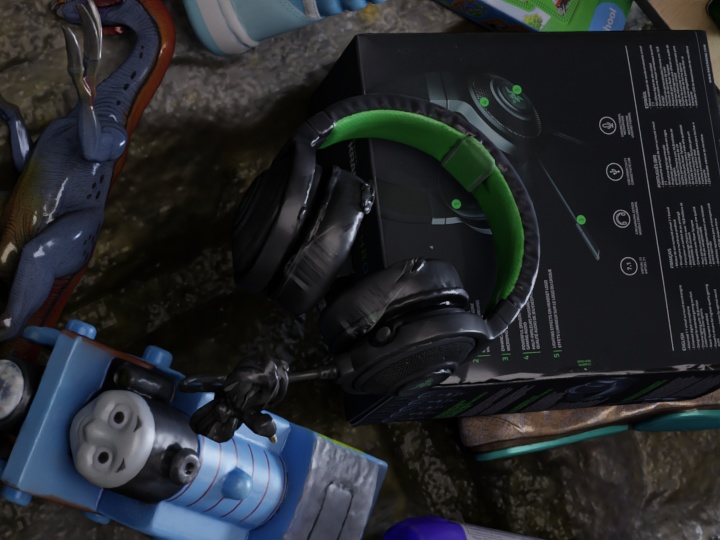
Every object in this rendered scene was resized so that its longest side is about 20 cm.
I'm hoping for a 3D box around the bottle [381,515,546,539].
[{"bbox_3d":[0.101,0.182,1.004,0.199,0.065,0.084,15,84,-24],"label":"bottle"}]

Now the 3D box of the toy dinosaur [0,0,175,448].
[{"bbox_3d":[-0.145,-0.046,0.912,0.181,0.105,0.201,-45,140,-30],"label":"toy dinosaur"}]

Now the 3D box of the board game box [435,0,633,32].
[{"bbox_3d":[0.067,-0.212,1.020,0.199,0.037,0.152,24,78,-22],"label":"board game box"}]

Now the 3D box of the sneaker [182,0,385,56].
[{"bbox_3d":[-0.035,-0.208,0.907,0.130,0.080,0.201,-10,114,14],"label":"sneaker"}]

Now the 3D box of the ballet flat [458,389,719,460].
[{"bbox_3d":[0.142,0.056,1.031,0.199,0.068,0.068,-4,81,-27],"label":"ballet flat"}]

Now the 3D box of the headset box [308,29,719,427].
[{"bbox_3d":[0.076,-0.021,0.953,0.199,0.093,0.175,-4,76,-18],"label":"headset box"}]

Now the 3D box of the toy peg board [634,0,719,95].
[{"bbox_3d":[0.211,-0.226,0.994,0.200,0.098,0.199,-45,108,-7],"label":"toy peg board"}]

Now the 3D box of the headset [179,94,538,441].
[{"bbox_3d":[0.000,0.000,0.819,0.123,0.094,0.200,44,58,1],"label":"headset"}]

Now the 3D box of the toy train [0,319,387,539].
[{"bbox_3d":[-0.080,0.083,0.869,0.200,0.114,0.087,30,78,-52],"label":"toy train"}]
